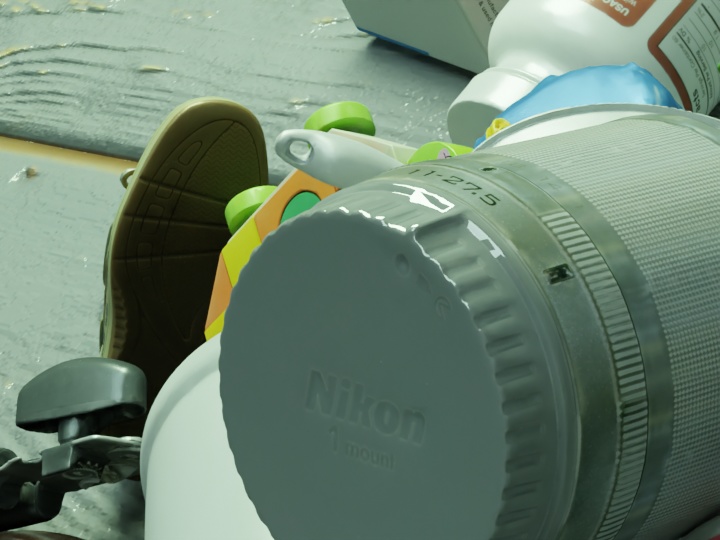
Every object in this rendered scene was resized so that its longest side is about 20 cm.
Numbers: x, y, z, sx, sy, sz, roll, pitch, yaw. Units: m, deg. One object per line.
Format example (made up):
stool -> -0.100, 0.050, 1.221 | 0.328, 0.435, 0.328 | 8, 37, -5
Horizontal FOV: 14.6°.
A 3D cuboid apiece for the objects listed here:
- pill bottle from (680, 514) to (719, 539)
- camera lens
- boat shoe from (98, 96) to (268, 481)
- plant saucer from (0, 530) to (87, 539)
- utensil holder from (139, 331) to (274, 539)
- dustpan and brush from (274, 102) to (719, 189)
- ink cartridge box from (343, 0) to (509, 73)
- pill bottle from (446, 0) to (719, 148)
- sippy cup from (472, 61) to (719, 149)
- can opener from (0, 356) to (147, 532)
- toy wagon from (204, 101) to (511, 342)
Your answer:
pill bottle -> 0.160, 0.187, 0.977 | 0.119, 0.120, 0.200 | -20, 36, 18
camera lens -> 0.068, 0.032, 1.038 | 0.160, 0.160, 0.200 | 8, 16, 44
boat shoe -> -0.096, 0.003, 1.383 | 0.063, 0.073, 0.200 | -118, 42, -63
plant saucer -> -0.196, 0.194, 1.339 | 0.200, 0.035, 0.200 | -22, 34, 16
utensil holder -> -0.008, 0.139, 1.133 | 0.170, 0.170, 0.200 | -22, 36, 16
dustpan and brush -> 0.061, -0.020, 1.169 | 0.057, 0.200, 0.140 | -121, 49, -63
ink cartridge box -> 0.089, -0.213, 1.564 | 0.200, 0.085, 0.144 | -42, 34, -17
pill bottle -> 0.135, -0.119, 1.395 | 0.112, 0.112, 0.200 | 15, 55, 48
sippy cup -> 0.116, -0.017, 1.263 | 0.139, 0.130, 0.178 | -12, 39, 29
can opener -> -0.173, 0.091, 1.392 | 0.200, 0.053, 0.067 | -16, 65, 40
toy wagon -> 0.000, 0.000, 1.252 | 0.200, 0.039, 0.155 | -45, 50, 39
